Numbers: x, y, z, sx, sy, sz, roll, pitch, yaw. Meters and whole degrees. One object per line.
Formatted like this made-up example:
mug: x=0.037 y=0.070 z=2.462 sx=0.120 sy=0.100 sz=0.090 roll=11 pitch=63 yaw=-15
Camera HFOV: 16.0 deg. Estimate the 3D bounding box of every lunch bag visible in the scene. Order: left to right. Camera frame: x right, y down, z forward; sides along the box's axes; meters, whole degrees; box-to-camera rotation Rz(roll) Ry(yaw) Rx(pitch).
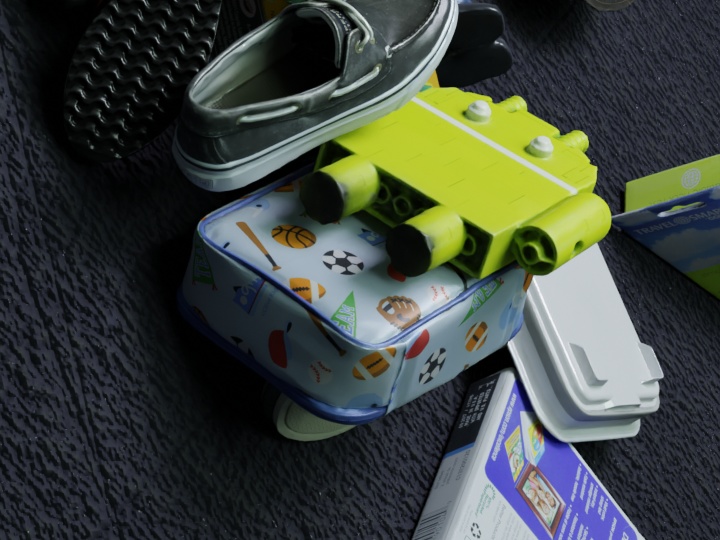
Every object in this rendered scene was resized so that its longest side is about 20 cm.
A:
lunch bag: x=0.000 y=0.000 z=1.462 sx=0.160 sy=0.076 sz=0.200 roll=32 pitch=36 yaw=25

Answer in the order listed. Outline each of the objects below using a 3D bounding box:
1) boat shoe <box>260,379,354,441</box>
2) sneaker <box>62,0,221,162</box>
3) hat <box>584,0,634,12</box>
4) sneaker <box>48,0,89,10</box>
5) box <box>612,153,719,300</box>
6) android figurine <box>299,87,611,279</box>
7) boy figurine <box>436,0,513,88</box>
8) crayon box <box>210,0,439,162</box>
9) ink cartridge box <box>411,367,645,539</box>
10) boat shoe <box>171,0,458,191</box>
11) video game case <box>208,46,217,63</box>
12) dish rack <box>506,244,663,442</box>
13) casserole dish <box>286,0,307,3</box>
boat shoe: x=-0.002 y=0.044 z=1.529 sx=0.068 sy=0.072 sz=0.200 roll=36 pitch=36 yaw=20
sneaker: x=-0.111 y=-0.154 z=1.426 sx=0.070 sy=0.090 sz=0.201 roll=20 pitch=92 yaw=-8
hat: x=0.137 y=-0.280 z=1.872 sx=0.200 sy=0.081 sz=0.201 roll=19 pitch=66 yaw=-51
sneaker: x=-0.189 y=-0.242 z=1.420 sx=0.087 sy=0.076 sz=0.201 roll=0 pitch=78 yaw=-24
box: x=0.287 y=-0.031 z=1.907 sx=0.200 sy=0.122 sz=0.048 roll=31 pitch=53 yaw=-43
android figurine: x=0.058 y=-0.056 z=1.467 sx=0.182 sy=0.041 sz=0.200 roll=32 pitch=35 yaw=25
boy figurine: x=0.056 y=-0.212 z=1.715 sx=0.125 sy=0.064 sz=0.200 roll=71 pitch=8 yaw=-47
crayon box: x=-0.012 y=-0.131 z=1.573 sx=0.200 sy=0.051 sz=0.126 roll=3 pitch=70 yaw=-55
ink cartridge box: x=0.114 y=0.198 z=1.608 sx=0.200 sy=0.043 sz=0.198 roll=50 pitch=37 yaw=-22
boat shoe: x=-0.018 y=-0.116 z=1.408 sx=0.072 sy=0.071 sz=0.200 roll=41 pitch=61 yaw=18
video game case: x=-0.077 y=-0.184 z=1.572 sx=0.143 sy=0.017 sz=0.201 roll=-3 pitch=76 yaw=-56
dish rack: x=0.136 y=0.014 z=1.705 sx=0.171 sy=0.043 sz=0.201 roll=4 pitch=62 yaw=-62
casserole dish: x=-0.042 y=-0.234 z=1.508 sx=0.121 sy=0.039 sz=0.201 roll=18 pitch=57 yaw=-48
